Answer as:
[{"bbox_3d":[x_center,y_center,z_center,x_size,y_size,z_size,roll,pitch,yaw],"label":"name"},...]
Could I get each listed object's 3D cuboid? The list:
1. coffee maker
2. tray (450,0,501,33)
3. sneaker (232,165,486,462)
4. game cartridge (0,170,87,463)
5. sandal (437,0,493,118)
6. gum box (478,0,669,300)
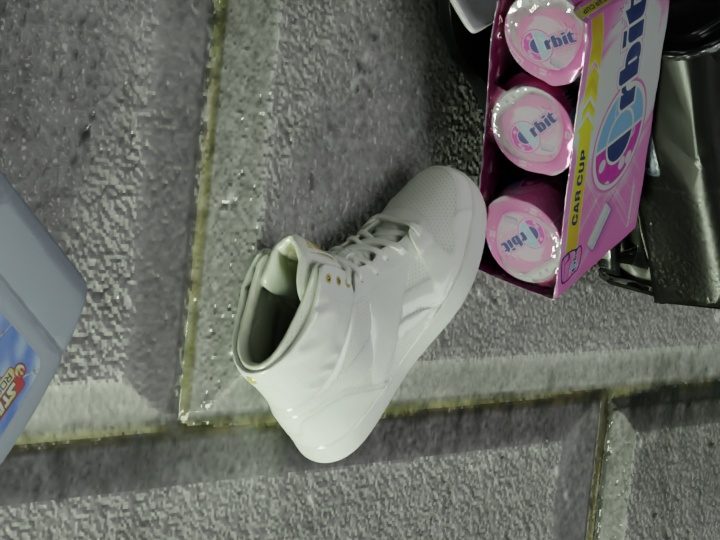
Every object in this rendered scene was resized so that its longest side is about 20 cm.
[{"bbox_3d":[0.242,-0.089,1.394,0.135,0.191,0.201,-60,143,-53],"label":"coffee maker"},{"bbox_3d":[0.091,-0.230,1.289,0.200,0.022,0.108,-41,105,-42],"label":"tray"},{"bbox_3d":[0.000,0.000,1.209,0.201,0.073,0.116,-61,140,-21],"label":"sneaker"},{"bbox_3d":[-0.213,0.047,0.988,0.201,0.041,0.133,-58,132,-26],"label":"game cartridge"},{"bbox_3d":[0.103,-0.129,1.330,0.075,0.045,0.201,-49,132,-31],"label":"sandal"},{"bbox_3d":[0.131,-0.100,1.290,0.113,0.066,0.201,-36,139,-47],"label":"gum box"}]
